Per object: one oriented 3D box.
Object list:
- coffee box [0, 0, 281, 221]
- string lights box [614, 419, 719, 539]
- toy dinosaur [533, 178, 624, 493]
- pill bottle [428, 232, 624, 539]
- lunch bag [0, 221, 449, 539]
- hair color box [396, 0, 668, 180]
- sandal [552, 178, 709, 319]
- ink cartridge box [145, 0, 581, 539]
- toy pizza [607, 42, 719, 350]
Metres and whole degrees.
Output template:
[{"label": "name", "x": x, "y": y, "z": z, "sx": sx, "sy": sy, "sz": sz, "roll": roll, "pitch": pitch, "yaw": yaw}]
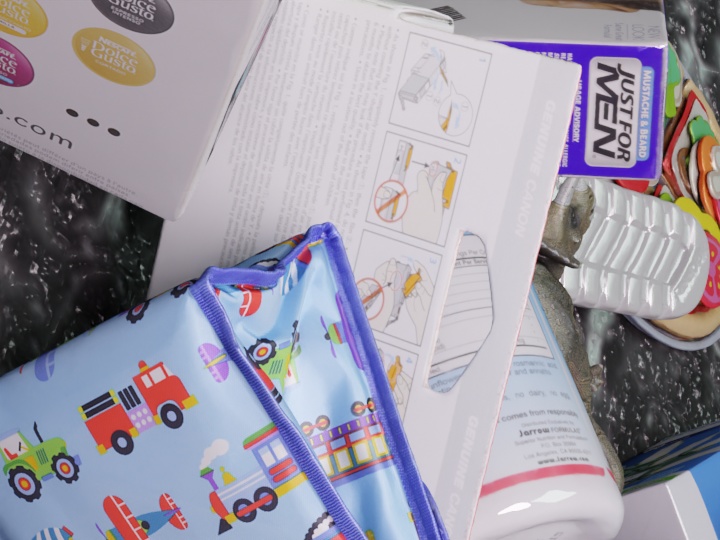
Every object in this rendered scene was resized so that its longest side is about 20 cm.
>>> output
[{"label": "coffee box", "x": -0.097, "y": -0.179, "z": 0.937, "sx": 0.199, "sy": 0.198, "sz": 0.201, "roll": 25, "pitch": 61, "yaw": -3}, {"label": "string lights box", "x": 0.158, "y": 0.119, "z": 1.341, "sx": 0.200, "sy": 0.102, "sz": 0.059, "roll": -21, "pitch": 89, "yaw": -58}, {"label": "toy dinosaur", "x": 0.077, "y": 0.038, "z": 1.253, "sx": 0.200, "sy": 0.076, "sz": 0.103, "roll": -83, "pitch": 159, "yaw": -54}, {"label": "pill bottle", "x": 0.028, "y": 0.038, "z": 1.170, "sx": 0.108, "sy": 0.109, "sz": 0.201, "roll": 15, "pitch": 47, "yaw": -52}, {"label": "lunch bag", "x": -0.045, "y": 0.109, "z": 0.990, "sx": 0.094, "sy": 0.150, "sz": 0.201, "roll": -23, "pitch": 88, "yaw": -57}, {"label": "hair color box", "x": 0.027, "y": -0.087, "z": 1.144, "sx": 0.109, "sy": 0.199, "sz": 0.065, "roll": -80, "pitch": 173, "yaw": -67}, {"label": "sandal", "x": 0.085, "y": -0.020, "z": 1.355, "sx": 0.202, "sy": 0.050, "sz": 0.083, "roll": 25, "pitch": 73, "yaw": -30}, {"label": "ink cartridge box", "x": 0.000, "y": 0.000, "z": 1.032, "sx": 0.043, "sy": 0.173, "sz": 0.201, "roll": 3, "pitch": 103, "yaw": -54}, {"label": "toy pizza", "x": 0.164, "y": -0.056, "z": 1.503, "sx": 0.200, "sy": 0.032, "sz": 0.201, "roll": 31, "pitch": 50, "yaw": -45}]
